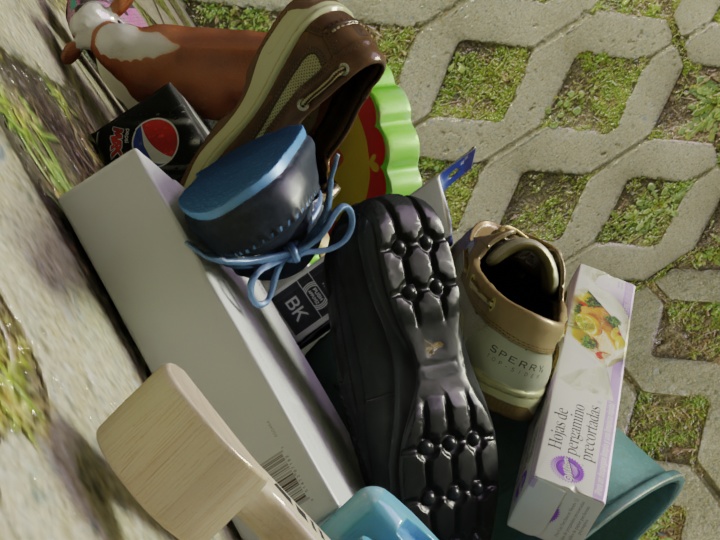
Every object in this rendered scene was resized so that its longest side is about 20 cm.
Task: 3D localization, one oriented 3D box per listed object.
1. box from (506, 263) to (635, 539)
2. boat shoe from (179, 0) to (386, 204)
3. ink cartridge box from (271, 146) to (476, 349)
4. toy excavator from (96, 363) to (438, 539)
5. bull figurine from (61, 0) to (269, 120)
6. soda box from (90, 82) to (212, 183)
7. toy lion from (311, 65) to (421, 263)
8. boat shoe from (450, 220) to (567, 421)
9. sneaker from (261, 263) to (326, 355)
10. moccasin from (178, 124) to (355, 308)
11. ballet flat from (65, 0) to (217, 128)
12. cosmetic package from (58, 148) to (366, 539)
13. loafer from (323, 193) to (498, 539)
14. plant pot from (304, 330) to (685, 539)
[{"bbox_3d":[0.121,0.068,0.674,0.039,0.042,0.200,22,37,3],"label":"box"},{"bbox_3d":[-0.050,-0.061,0.726,0.075,0.203,0.075,43,31,25],"label":"boat shoe"},{"bbox_3d":[0.000,0.000,0.758,0.039,0.200,0.099,54,3,5],"label":"ink cartridge box"},{"bbox_3d":[-0.010,0.124,0.483,0.200,0.100,0.194,45,-1,6],"label":"toy excavator"},{"bbox_3d":[-0.111,-0.135,0.850,0.199,0.065,0.121,13,-17,23],"label":"bull figurine"},{"bbox_3d":[-0.111,-0.054,0.850,0.071,0.063,0.200,58,2,18],"label":"soda box"},{"bbox_3d":[-0.019,-0.064,0.921,0.192,0.068,0.201,28,-58,53],"label":"toy lion"},{"bbox_3d":[0.090,0.012,0.709,0.074,0.067,0.200,23,24,-9],"label":"boat shoe"},{"bbox_3d":[-0.042,0.051,0.890,0.200,0.071,0.099,63,-2,-27],"label":"sneaker"},{"bbox_3d":[-0.040,-0.030,0.604,0.068,0.080,0.200,61,3,-10],"label":"moccasin"},{"bbox_3d":[-0.161,-0.132,0.941,0.200,0.069,0.071,53,22,-28],"label":"ballet flat"},{"bbox_3d":[-0.064,0.049,0.627,0.200,0.052,0.151,59,5,16],"label":"cosmetic package"},{"bbox_3d":[0.022,0.062,0.620,0.070,0.068,0.201,-21,-103,58],"label":"loafer"},{"bbox_3d":[0.061,0.121,0.758,0.196,0.200,0.200,50,-1,24],"label":"plant pot"}]
